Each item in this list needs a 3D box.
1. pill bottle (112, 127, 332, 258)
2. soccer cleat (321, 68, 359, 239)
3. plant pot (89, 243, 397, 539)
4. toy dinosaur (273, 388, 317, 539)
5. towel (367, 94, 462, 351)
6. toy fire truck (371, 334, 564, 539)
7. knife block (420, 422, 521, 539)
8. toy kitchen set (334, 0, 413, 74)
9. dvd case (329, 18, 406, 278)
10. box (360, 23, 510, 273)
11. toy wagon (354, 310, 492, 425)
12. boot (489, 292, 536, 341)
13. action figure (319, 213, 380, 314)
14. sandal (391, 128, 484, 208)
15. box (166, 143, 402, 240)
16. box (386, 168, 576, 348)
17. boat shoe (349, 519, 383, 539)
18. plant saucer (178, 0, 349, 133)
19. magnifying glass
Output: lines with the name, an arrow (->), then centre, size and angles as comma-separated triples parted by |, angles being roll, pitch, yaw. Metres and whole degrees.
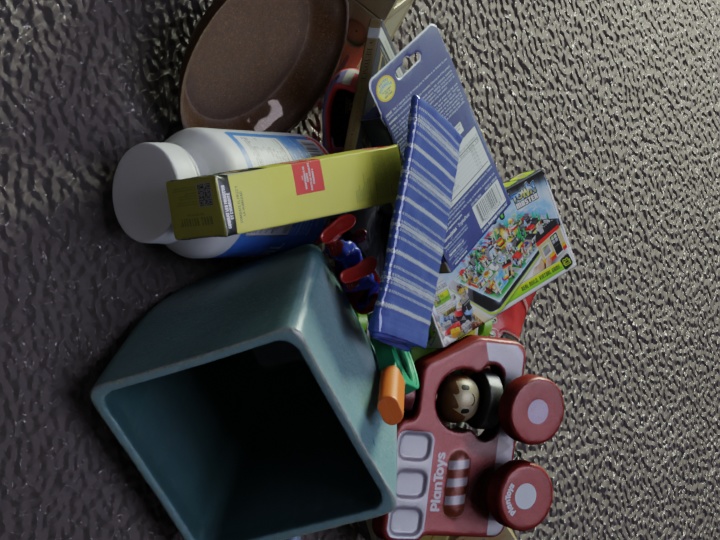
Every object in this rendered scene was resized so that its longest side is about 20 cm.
pill bottle -> -0.117, -0.067, 1.260 | 0.199, 0.111, 0.114 | -3, 89, -51
soccer cleat -> -0.013, -0.094, 1.403 | 0.076, 0.066, 0.203 | -49, 143, -73
plant pot -> -0.080, 0.090, 1.238 | 0.198, 0.193, 0.201 | 61, 23, -27
toy dinosaur -> -0.075, 0.199, 1.305 | 0.198, 0.104, 0.184 | 2, 76, -46
towel -> 0.046, -0.034, 1.233 | 0.145, 0.024, 0.203 | 24, 75, -71
toy fire truck -> 0.096, 0.164, 1.403 | 0.166, 0.112, 0.203 | 6, 92, -28
knife block -> 0.093, 0.253, 1.553 | 0.199, 0.176, 0.064 | -34, 121, 2
toy kitchen set -> -0.059, -0.293, 1.387 | 0.199, 0.181, 0.163 | 39, 42, 6
dvd case -> 0.015, -0.112, 1.366 | 0.149, 0.016, 0.203 | 55, 42, -63
box -> 0.067, -0.114, 1.346 | 0.121, 0.032, 0.202 | -45, 121, -39
toy wagon -> 0.056, 0.109, 1.466 | 0.153, 0.039, 0.203 | 2, 99, -23
boot -> 0.123, 0.021, 1.523 | 0.200, 0.072, 0.146 | 38, 64, -47
action figure -> 0.000, 0.000, 1.282 | 0.066, 0.051, 0.200 | 58, -4, 10
sandal -> 0.095, -0.114, 1.439 | 0.078, 0.070, 0.212 | 45, 33, -6
box -> -0.057, -0.065, 1.183 | 0.198, 0.075, 0.051 | -13, 96, -40
box -> 0.124, -0.014, 1.446 | 0.199, 0.035, 0.111 | -29, 103, -33
boat shoe -> -0.002, 0.183, 1.417 | 0.074, 0.073, 0.203 | -27, 114, -46
plant saucer -> -0.094, -0.194, 1.298 | 0.200, 0.037, 0.202 | -36, 149, -26
magnifying glass -> 0.027, 0.087, 1.251 | 0.200, 0.022, 0.080 | -87, 153, -76
